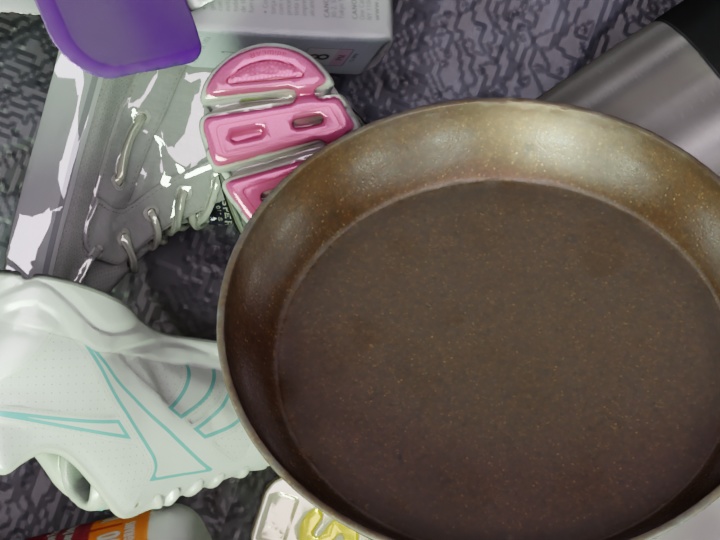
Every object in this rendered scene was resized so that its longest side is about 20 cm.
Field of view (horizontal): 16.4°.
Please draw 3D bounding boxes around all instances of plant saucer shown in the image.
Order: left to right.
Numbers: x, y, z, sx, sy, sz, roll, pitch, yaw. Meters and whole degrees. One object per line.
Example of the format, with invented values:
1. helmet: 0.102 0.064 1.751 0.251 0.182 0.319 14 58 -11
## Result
1. plant saucer: 0.050 0.025 0.873 0.199 0.035 0.201 0 53 0

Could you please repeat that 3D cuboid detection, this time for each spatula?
1. spatula: -0.031 -0.117 0.954 0.199 0.021 0.057 -18 76 -23

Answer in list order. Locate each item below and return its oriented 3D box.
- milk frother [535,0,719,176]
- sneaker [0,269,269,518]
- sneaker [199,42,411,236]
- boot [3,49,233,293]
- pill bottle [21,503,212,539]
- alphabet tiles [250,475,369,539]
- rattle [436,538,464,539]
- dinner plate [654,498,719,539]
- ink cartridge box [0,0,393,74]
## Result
1. milk frother: 0.154 -0.020 0.961 0.188 0.200 0.181 -34 94 -2
2. sneaker: -0.081 0.059 0.979 0.200 0.070 0.081 20 77 -39
3. sneaker: 0.000 0.000 0.978 0.074 0.087 0.200 -28 100 3
4. boot: -0.089 -0.028 1.016 0.095 0.074 0.201 14 92 -7
5. pill bottle: -0.149 0.167 0.986 0.199 0.113 0.113 -14 90 3
6. alphabet tiles: -0.023 0.191 1.043 0.195 0.015 0.201 19 88 -2
7. rattle: 0.075 0.135 0.930 0.200 0.143 0.130 26 116 -22
8. dinner plate: 0.124 0.140 1.014 0.199 0.024 0.201 2 111 5
9. ink cartridge box: -0.089 -0.164 0.987 0.199 0.057 0.163 1 73 -13
